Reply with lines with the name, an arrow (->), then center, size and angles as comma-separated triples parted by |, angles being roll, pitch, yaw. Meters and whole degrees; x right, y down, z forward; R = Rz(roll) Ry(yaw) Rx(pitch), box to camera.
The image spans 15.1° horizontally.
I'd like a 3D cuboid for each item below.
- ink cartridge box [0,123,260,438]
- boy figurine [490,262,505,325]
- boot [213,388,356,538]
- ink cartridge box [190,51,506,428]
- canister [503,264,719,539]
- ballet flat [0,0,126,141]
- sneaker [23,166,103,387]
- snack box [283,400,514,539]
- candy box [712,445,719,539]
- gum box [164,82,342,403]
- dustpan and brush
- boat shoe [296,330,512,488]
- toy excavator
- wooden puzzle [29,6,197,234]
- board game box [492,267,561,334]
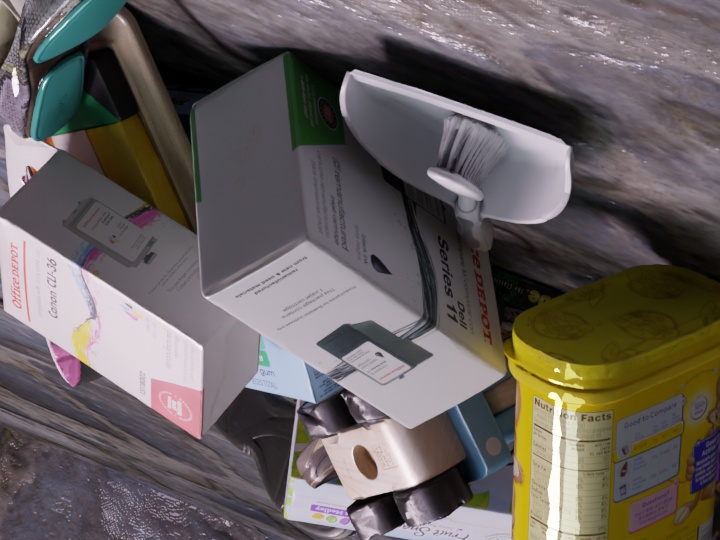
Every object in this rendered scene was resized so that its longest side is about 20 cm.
ink cartridge box -> -0.160, 0.005, 1.693 | 0.200, 0.068, 0.117 | 32, 150, 16
boy figurine -> 0.000, 0.000, 1.869 | 0.200, 0.064, 0.124 | 14, 140, 33
boot -> -0.010, 0.141, 2.066 | 0.154, 0.074, 0.204 | 14, -161, -39
ink cartridge box -> -0.006, -0.015, 1.632 | 0.083, 0.147, 0.200 | -28, 139, 26
canister -> 0.158, 0.114, 1.670 | 0.148, 0.200, 0.087 | -20, -147, -36
ballet flat -> -0.187, -0.145, 1.599 | 0.072, 0.072, 0.200 | 25, 150, -6
sneaker -> -0.194, -0.023, 1.866 | 0.080, 0.200, 0.086 | -7, -172, -18
snack box -> 0.051, 0.127, 1.950 | 0.200, 0.142, 0.053 | 9, 137, -4
candy box -> 0.283, 0.168, 1.840 | 0.200, 0.168, 0.072 | 21, 169, 9
gum box -> -0.095, -0.022, 1.764 | 0.170, 0.045, 0.200 | 10, 122, 47
dustpan and brush -> 0.063, -0.051, 1.579 | 0.139, 0.057, 0.200 | 20, 176, 14
boat shoe -> 0.054, 0.107, 1.865 | 0.073, 0.200, 0.075 | 63, 176, 9
toy excavator -> 0.087, 0.079, 1.767 | 0.194, 0.200, 0.100 | -22, 97, 58
wooden puzzle -> -0.166, -0.071, 1.727 | 0.185, 0.037, 0.200 | -6, 116, 53
board game box -> 0.120, 0.043, 1.954 | 0.105, 0.023, 0.200 | 19, 167, 7
